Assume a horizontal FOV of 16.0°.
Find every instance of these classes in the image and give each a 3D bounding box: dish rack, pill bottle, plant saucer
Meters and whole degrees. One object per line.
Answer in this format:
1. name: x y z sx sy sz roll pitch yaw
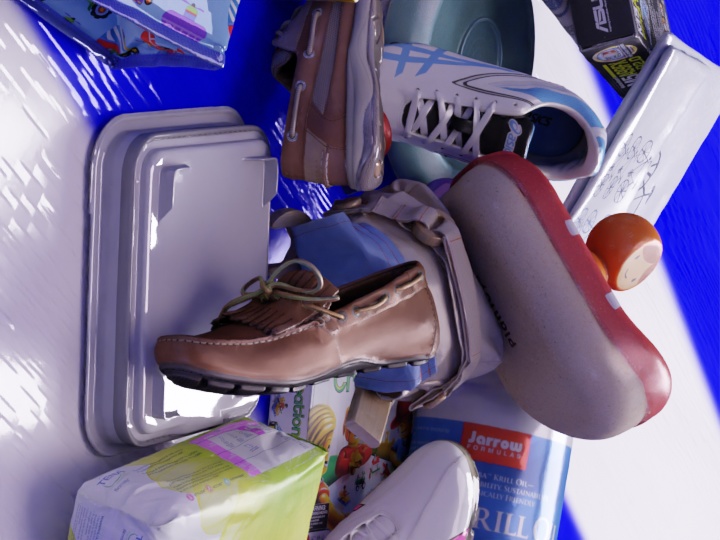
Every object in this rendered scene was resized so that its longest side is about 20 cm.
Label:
1. dish rack: -0.099 0.006 1.528 0.171 0.043 0.202 -12 107 -61
2. pill bottle: 0.085 0.140 1.746 0.112 0.111 0.202 23 75 -60
3. plant saucer: 0.074 -0.146 1.785 0.200 0.027 0.202 -27 122 -54

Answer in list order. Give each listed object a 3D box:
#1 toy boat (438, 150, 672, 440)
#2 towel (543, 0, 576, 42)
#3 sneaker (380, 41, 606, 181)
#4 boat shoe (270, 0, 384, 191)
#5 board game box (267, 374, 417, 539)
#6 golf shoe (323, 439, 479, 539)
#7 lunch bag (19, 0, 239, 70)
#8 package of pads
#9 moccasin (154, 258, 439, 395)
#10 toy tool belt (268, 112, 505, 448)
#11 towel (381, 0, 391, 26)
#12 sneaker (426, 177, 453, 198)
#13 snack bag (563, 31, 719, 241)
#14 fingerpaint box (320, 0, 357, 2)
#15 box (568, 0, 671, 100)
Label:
1. toy boat: 0.143 0.007 1.667 0.130 0.130 0.201 -28 85 -23
2. towel: 0.133 -0.251 1.840 0.200 0.024 0.148 41 37 -61
3. sneaker: 0.071 -0.102 1.688 0.073 0.198 0.072 -124 -135 -66
4. boat shoe: -0.022 -0.139 1.602 0.076 0.071 0.201 81 7 -54
5. board game box: -0.001 0.119 1.736 0.200 0.034 0.127 1 94 -61
6. golf shoe: 0.006 0.196 1.660 0.201 0.072 0.092 -57 154 7
7. lunch bag: -0.148 -0.214 1.371 0.200 0.094 0.152 28 72 -47
8. package of pads: -0.102 0.177 1.504 0.200 0.068 0.156 -20 127 -59
9. moccasin: -0.035 0.029 1.502 0.200 0.073 0.078 -10 97 -35
10. toy tool belt: 0.000 0.000 1.620 0.123 0.125 0.201 -32 99 -37
11. towel: 0.058 -0.172 1.796 0.147 0.024 0.201 -43 132 -49
12. sneaker: 0.091 -0.015 1.813 0.089 0.080 0.200 -50 147 -14
13. snack bag: 0.204 -0.072 1.852 0.189 0.021 0.200 -60 158 7
14. fingerpaint box: -0.024 -0.294 1.570 0.201 0.073 0.167 -66 146 -28
15. box: 0.177 -0.233 1.830 0.160 0.044 0.202 28 50 -68
